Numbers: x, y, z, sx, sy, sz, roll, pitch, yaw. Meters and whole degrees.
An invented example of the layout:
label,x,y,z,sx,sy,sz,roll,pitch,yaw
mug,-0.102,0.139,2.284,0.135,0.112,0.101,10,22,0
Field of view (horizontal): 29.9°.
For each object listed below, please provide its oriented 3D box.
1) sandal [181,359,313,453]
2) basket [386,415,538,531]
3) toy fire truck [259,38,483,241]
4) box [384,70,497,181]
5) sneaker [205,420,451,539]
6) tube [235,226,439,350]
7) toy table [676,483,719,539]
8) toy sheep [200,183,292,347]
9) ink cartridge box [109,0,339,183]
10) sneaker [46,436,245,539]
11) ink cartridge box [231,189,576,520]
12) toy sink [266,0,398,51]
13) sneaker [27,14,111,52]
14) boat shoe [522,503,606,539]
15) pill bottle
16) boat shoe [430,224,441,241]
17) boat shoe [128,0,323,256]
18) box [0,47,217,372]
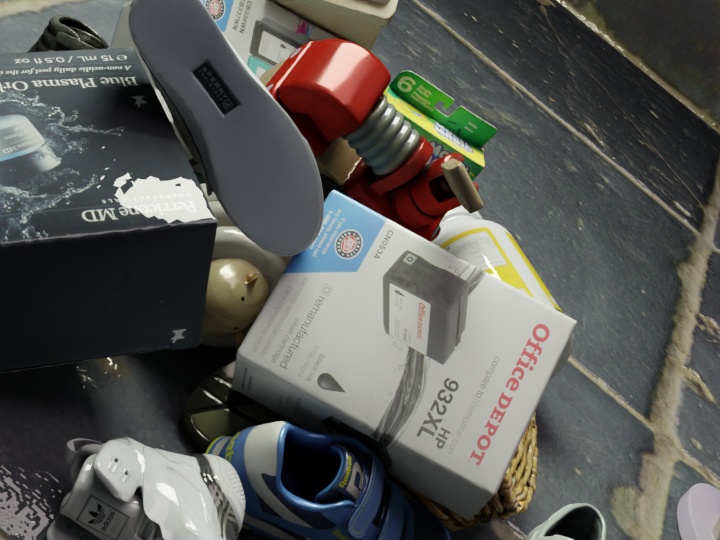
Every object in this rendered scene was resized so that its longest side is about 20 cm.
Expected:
label,x,y,z,sx,sy,sz,roll,pitch,yaw
sandal,-0.049,0.097,1.023,0.201,0.057,0.080,-23,64,-44
basket,0.059,0.132,1.120,0.200,0.148,0.143,-67,137,-65
toy fire truck,0.016,-0.088,1.002,0.176,0.200,0.129,48,50,-19
box,0.030,-0.083,1.284,0.117,0.200,0.048,31,25,-15
sneaker,-0.009,0.163,0.927,0.199,0.082,0.074,27,49,-25
tube,-0.015,0.014,1.117,0.077,0.050,0.200,37,66,17
toy table,0.399,0.253,1.316,0.183,0.117,0.200,25,27,-28
toy sheep,-0.114,-0.008,1.049,0.138,0.138,0.200,29,21,-19
ink cartridge box,-0.114,-0.149,1.199,0.199,0.146,0.147,23,71,-30
sneaker,-0.119,0.173,0.793,0.115,0.075,0.200,23,23,-29
ink cartridge box,0.030,0.060,0.955,0.199,0.084,0.145,28,68,3
toy sink,-0.017,-0.273,1.197,0.112,0.200,0.131,15,72,-5
sneaker,-0.248,-0.142,1.123,0.071,0.099,0.200,23,30,-34
boat shoe,0.146,0.233,1.052,0.070,0.072,0.201,42,24,8
pill bottle,0.120,0.022,1.334,0.112,0.112,0.200,17,32,-39
boat shoe,0.000,0.000,1.189,0.200,0.071,0.063,-27,63,-32
boat shoe,-0.095,-0.101,0.930,0.202,0.074,0.086,55,-5,-10
box,-0.220,-0.043,0.890,0.196,0.118,0.200,-8,46,-25
